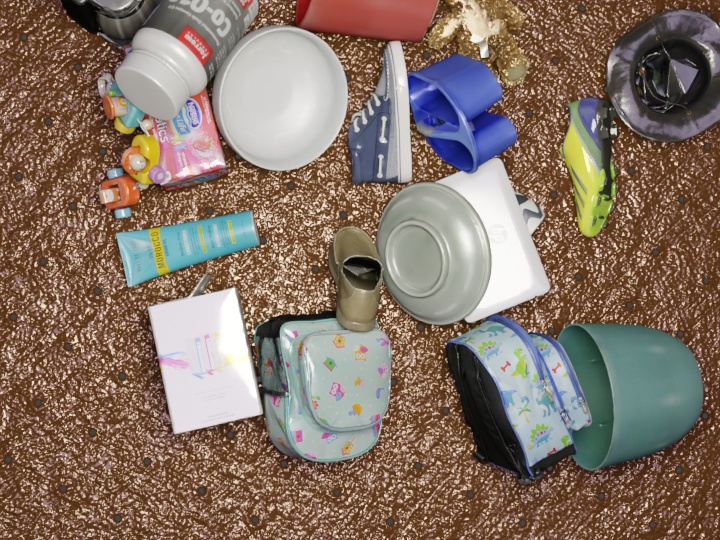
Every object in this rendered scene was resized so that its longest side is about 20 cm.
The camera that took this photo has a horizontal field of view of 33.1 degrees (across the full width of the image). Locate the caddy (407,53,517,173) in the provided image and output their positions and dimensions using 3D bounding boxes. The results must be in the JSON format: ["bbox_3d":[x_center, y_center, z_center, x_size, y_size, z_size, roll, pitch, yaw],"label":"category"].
[{"bbox_3d":[0.130,-0.215,1.686,0.104,0.200,0.143,-27,115,-10],"label":"caddy"}]

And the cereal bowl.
[{"bbox_3d":[-0.121,-0.246,1.704,0.198,0.083,0.203,-10,111,-26],"label":"cereal bowl"}]

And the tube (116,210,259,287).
[{"bbox_3d":[-0.244,-0.038,1.723,0.197,0.050,0.079,-14,81,0],"label":"tube"}]

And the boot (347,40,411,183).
[{"bbox_3d":[0.024,-0.222,1.723,0.089,0.073,0.203,-4,102,-1],"label":"boot"}]

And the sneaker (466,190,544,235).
[{"bbox_3d":[0.158,-0.046,1.740,0.129,0.079,0.200,40,92,6],"label":"sneaker"}]

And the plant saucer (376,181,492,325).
[{"bbox_3d":[0.089,-0.020,1.681,0.050,0.199,0.203,-16,88,-49],"label":"plant saucer"}]

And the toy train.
[{"bbox_3d":[-0.334,-0.171,1.658,0.055,0.149,0.203,-14,99,-43],"label":"toy train"}]

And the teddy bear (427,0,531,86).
[{"bbox_3d":[0.172,-0.352,1.768,0.145,0.067,0.200,-41,97,4],"label":"teddy bear"}]

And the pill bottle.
[{"bbox_3d":[-0.229,-0.304,1.595,0.113,0.114,0.201,32,66,-3],"label":"pill bottle"}]

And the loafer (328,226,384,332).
[{"bbox_3d":[0.000,0.000,1.675,0.075,0.201,0.068,10,128,-16],"label":"loafer"}]

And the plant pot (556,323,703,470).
[{"bbox_3d":[0.379,0.168,1.693,0.159,0.200,0.204,-4,87,-16],"label":"plant pot"}]

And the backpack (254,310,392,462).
[{"bbox_3d":[-0.046,0.164,1.666,0.174,0.153,0.203,-3,96,-33],"label":"backpack"}]

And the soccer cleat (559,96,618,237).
[{"bbox_3d":[0.331,-0.152,1.774,0.083,0.064,0.203,6,99,37],"label":"soccer cleat"}]

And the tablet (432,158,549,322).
[{"bbox_3d":[0.172,-0.043,1.693,0.129,0.014,0.202,-21,86,2],"label":"tablet"}]

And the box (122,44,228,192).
[{"bbox_3d":[-0.258,-0.221,1.702,0.098,0.095,0.203,-16,88,-4],"label":"box"}]

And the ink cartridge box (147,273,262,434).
[{"bbox_3d":[-0.215,0.110,1.674,0.123,0.129,0.203,-12,87,-5],"label":"ink cartridge box"}]

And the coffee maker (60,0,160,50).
[{"bbox_3d":[-0.370,-0.399,1.649,0.189,0.200,0.137,12,85,-4],"label":"coffee maker"}]

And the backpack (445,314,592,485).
[{"bbox_3d":[0.213,0.162,1.671,0.146,0.183,0.202,-29,102,-15],"label":"backpack"}]

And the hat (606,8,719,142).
[{"bbox_3d":[0.452,-0.277,1.773,0.197,0.081,0.204,0,85,1],"label":"hat"}]

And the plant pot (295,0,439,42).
[{"bbox_3d":[0.018,-0.414,1.697,0.175,0.200,0.203,13,86,-12],"label":"plant pot"}]
